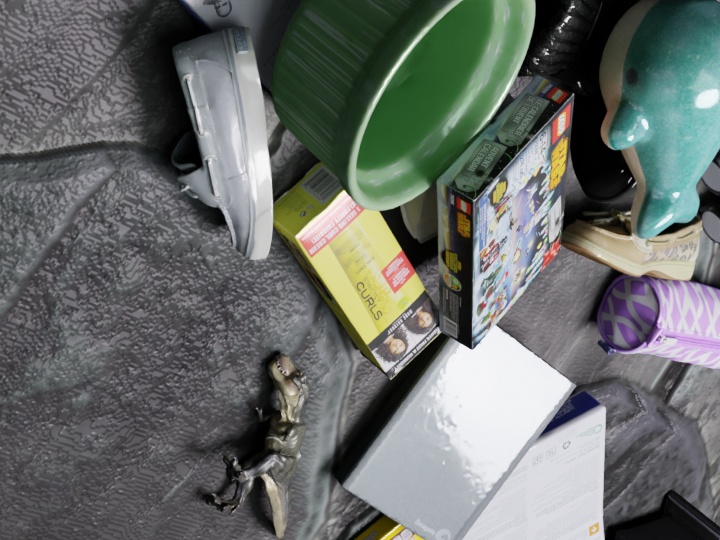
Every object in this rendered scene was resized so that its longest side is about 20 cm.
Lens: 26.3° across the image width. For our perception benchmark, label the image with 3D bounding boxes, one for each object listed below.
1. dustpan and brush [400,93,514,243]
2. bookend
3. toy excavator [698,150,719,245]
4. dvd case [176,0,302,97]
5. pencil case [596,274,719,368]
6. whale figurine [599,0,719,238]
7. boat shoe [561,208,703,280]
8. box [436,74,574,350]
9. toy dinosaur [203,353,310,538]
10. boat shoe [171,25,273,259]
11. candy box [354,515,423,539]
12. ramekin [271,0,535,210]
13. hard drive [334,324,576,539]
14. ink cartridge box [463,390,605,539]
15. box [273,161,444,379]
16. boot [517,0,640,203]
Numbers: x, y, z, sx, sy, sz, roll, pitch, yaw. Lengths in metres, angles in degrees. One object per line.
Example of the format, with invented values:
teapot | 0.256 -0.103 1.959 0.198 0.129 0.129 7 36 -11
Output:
dustpan and brush | 0.082 -0.138 1.256 0.139 0.057 0.201 -27 137 -31
bookend | 0.287 0.373 1.705 0.199 0.092 0.200 -12 122 -31
toy excavator | 0.430 -0.031 1.486 0.099 0.200 0.196 -30 132 -19
dvd case | -0.060 -0.227 1.098 0.151 0.025 0.200 -49 136 -2
pencil case | 0.323 0.053 1.537 0.199 0.085 0.085 8 110 -42
whale figurine | 0.263 -0.123 1.251 0.158 0.103 0.202 -19 116 -39
boat shoe | 0.255 -0.033 1.445 0.199 0.073 0.063 5 108 -52
box | 0.118 -0.044 1.263 0.137 0.040 0.201 -47 153 -27
toy dinosaur | -0.084 0.171 1.317 0.088 0.047 0.201 -19 131 -37
boat shoe | -0.103 -0.089 1.128 0.071 0.070 0.202 -7 133 -5
candy box | -0.016 0.316 1.474 0.200 0.026 0.103 -38 137 -13
ramekin | 0.027 -0.153 1.122 0.200 0.098 0.201 -41 156 -23
hard drive | 0.087 0.146 1.415 0.139 0.033 0.201 35 93 -25
ink cartridge box | 0.161 0.242 1.556 0.198 0.041 0.201 -23 128 -24
box | 0.000 0.000 1.270 0.075 0.050 0.200 -41 134 -10
boot | 0.182 -0.157 1.292 0.157 0.079 0.213 -7 111 -43
